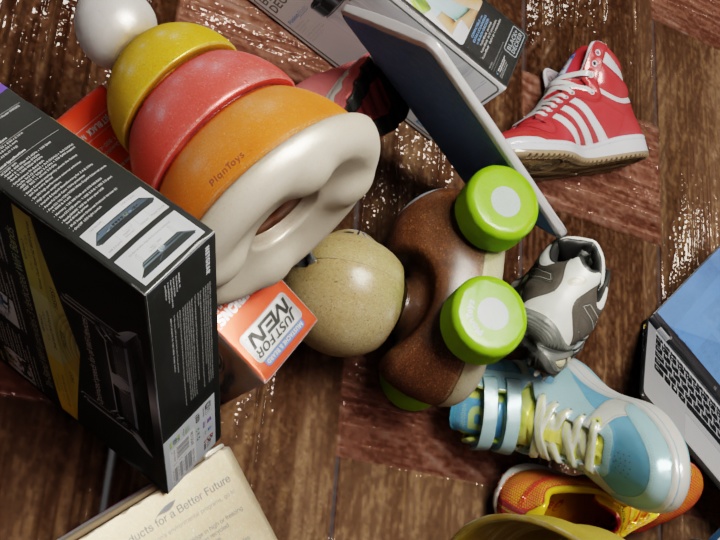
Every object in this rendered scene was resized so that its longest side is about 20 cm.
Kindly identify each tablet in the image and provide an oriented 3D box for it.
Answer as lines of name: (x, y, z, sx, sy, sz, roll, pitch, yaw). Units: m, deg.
tablet: (0.069, -0.107, 0.765, 0.014, 0.130, 0.200, -45, 127, -5)

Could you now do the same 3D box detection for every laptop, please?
laptop: (0.350, 0.097, 0.935, 0.188, 0.116, 0.200, 47, 29, -8)

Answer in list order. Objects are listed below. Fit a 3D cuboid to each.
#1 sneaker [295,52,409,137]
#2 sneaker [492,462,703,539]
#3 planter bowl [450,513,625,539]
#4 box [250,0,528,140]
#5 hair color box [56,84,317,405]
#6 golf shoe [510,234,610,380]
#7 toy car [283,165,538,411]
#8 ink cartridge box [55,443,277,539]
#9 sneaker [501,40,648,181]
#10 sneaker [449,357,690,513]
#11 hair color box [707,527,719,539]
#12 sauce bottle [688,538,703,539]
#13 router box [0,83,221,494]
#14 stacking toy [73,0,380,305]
sneaker: (-0.043, -0.096, 0.788, 0.200, 0.086, 0.075, -43, 118, -41)
sneaker: (0.199, 0.189, 0.835, 0.197, 0.077, 0.074, -4, 105, -27)
planter bowl: (0.154, 0.241, 0.732, 0.083, 0.199, 0.203, -26, 88, -42)
box: (0.020, -0.202, 0.845, 0.199, 0.116, 0.061, 36, 61, -17)
hair color box: (-0.133, -0.007, 0.689, 0.200, 0.111, 0.064, 47, 56, -9)
golf shoe: (0.160, 0.018, 0.817, 0.077, 0.095, 0.200, 36, 14, 2)
toy car: (0.000, 0.000, 0.749, 0.197, 0.164, 0.160, 15, 66, -12)
ink cartridge box: (-0.132, 0.228, 0.633, 0.198, 0.075, 0.167, -27, 87, -34)
sneaker: (0.173, -0.143, 0.942, 0.198, 0.071, 0.115, -8, 82, -40)
sneaker: (0.140, 0.121, 0.779, 0.128, 0.200, 0.081, 3, 102, -22)
hair color box: (0.314, 0.303, 0.836, 0.099, 0.060, 0.204, -23, 110, -39)
sauce bottle: (0.224, 0.290, 0.834, 0.199, 0.066, 0.066, -38, 95, -37)
router box: (-0.152, 0.017, 0.587, 0.156, 0.201, 0.052, 33, 55, 18)
stacking toy: (-0.096, -0.095, 0.615, 0.145, 0.147, 0.201, -31, 75, -34)
